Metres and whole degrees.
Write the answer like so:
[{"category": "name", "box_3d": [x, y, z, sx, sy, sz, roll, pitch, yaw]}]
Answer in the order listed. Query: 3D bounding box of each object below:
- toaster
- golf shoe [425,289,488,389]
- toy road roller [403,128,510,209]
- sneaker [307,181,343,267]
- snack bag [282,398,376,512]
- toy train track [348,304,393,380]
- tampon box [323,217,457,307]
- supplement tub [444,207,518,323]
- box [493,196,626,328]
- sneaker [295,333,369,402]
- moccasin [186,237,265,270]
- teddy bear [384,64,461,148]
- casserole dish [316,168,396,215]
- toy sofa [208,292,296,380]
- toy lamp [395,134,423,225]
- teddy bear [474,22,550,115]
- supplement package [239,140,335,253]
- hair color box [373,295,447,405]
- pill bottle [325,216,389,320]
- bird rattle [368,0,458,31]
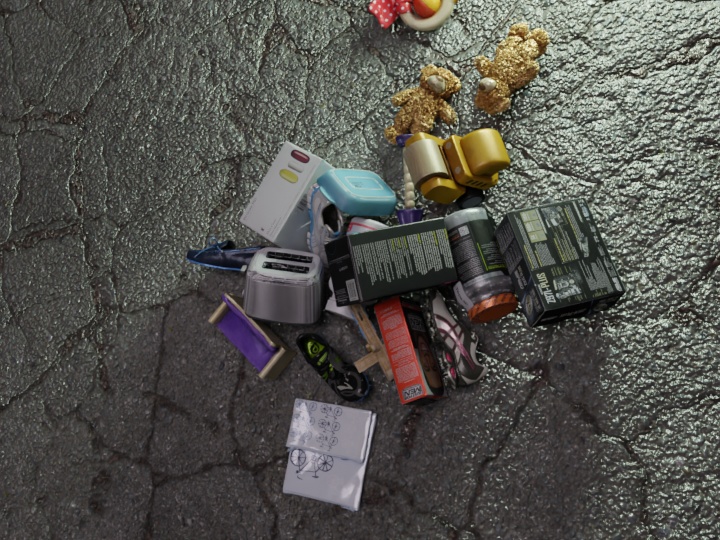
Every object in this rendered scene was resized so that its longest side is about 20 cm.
[{"category": "toaster", "box_3d": [-0.150, 0.034, 1.699, 0.199, 0.130, 0.114, 9, 40, 6]}, {"category": "golf shoe", "box_3d": [0.181, 0.128, 1.590, 0.088, 0.077, 0.201, -16, 72, 1]}, {"category": "toy road roller", "box_3d": [0.196, -0.214, 1.598, 0.146, 0.200, 0.123, -36, 61, 37]}, {"category": "sneaker", "box_3d": [-0.067, -0.080, 1.693, 0.075, 0.201, 0.087, -18, 38, -16]}, {"category": "snack bag", "box_3d": [-0.070, 0.371, 1.660, 0.188, 0.021, 0.201, 6, 79, 26]}, {"category": "toy train track", "box_3d": [0.024, 0.127, 1.616, 0.115, 0.033, 0.200, -31, 98, -20]}, {"category": "tampon box", "box_3d": [0.055, -0.014, 1.555, 0.199, 0.150, 0.127, -11, 87, -20]}, {"category": "supplement tub", "box_3d": [0.224, -0.008, 1.568, 0.122, 0.122, 0.201, -24, 66, 18]}, {"category": "box", "box_3d": [0.358, -0.016, 1.486, 0.163, 0.086, 0.201, -12, 67, -14]}, {"category": "sneaker", "box_3d": [-0.063, 0.198, 1.669, 0.200, 0.083, 0.071, 41, 95, 28]}, {"category": "moccasin", "box_3d": [-0.297, -0.037, 1.855, 0.199, 0.080, 0.068, 6, 93, 14]}, {"category": "teddy bear", "box_3d": [0.131, -0.343, 1.737, 0.200, 0.067, 0.145, -43, 65, 10]}, {"category": "casserole dish", "box_3d": [-0.001, -0.165, 1.675, 0.121, 0.200, 0.039, 49, 122, 27]}, {"category": "toy sofa", "box_3d": [-0.241, 0.140, 1.762, 0.200, 0.098, 0.083, 42, 96, 28]}, {"category": "toy lamp", "box_3d": [0.101, -0.177, 1.696, 0.058, 0.058, 0.201, -1, 89, 25]}, {"category": "teddy bear", "box_3d": [0.300, -0.417, 1.667, 0.200, 0.067, 0.145, -43, 60, 9]}, {"category": "supplement package", "box_3d": [-0.133, -0.146, 1.754, 0.111, 0.156, 0.200, 30, 90, 32]}, {"category": "hair color box", "box_3d": [0.097, 0.157, 1.587, 0.061, 0.101, 0.201, -24, 71, 24]}, {"category": "pill bottle", "box_3d": [0.000, 0.000, 1.680, 0.108, 0.109, 0.201, 18, 83, 28]}, {"category": "bird rattle", "box_3d": [0.125, -0.601, 1.798, 0.200, 0.113, 0.163, -45, 78, 11]}]
